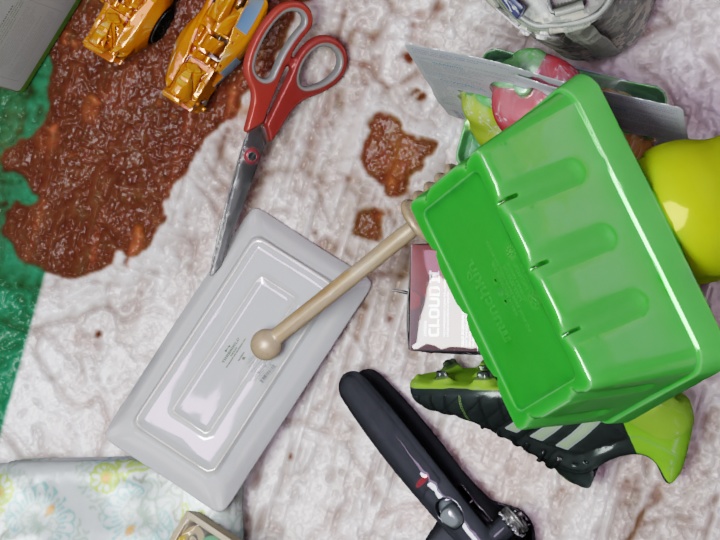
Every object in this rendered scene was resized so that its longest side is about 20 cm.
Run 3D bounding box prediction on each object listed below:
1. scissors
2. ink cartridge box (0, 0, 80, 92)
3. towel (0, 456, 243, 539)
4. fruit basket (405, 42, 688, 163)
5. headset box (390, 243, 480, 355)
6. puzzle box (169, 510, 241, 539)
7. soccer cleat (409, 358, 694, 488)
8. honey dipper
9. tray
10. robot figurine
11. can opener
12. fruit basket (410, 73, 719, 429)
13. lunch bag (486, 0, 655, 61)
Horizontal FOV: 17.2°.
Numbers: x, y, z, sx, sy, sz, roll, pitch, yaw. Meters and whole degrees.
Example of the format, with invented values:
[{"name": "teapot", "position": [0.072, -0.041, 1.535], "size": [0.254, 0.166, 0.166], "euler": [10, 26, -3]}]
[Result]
[{"name": "scissors", "position": [-0.080, -0.097, 1.704], "size": [0.073, 0.014, 0.200], "euler": [32, 91, -25]}, {"name": "ink cartridge box", "position": [-0.262, -0.214, 1.676], "size": [0.076, 0.200, 0.148], "euler": [34, 96, 11]}, {"name": "towel", "position": [-0.181, 0.221, 1.729], "size": [0.199, 0.048, 0.172], "euler": [-2, 89, 13]}, {"name": "fruit basket", "position": [0.133, -0.110, 1.586], "size": [0.185, 0.200, 0.094], "euler": [15, 77, 14]}, {"name": "headset box", "position": [0.122, 0.021, 1.610], "size": [0.199, 0.149, 0.075], "euler": [1, 88, 13]}, {"name": "puzzle box", "position": [-0.116, 0.287, 1.663], "size": [0.133, 0.025, 0.200], "euler": [30, 91, 21]}, {"name": "soccer cleat", "position": [0.130, 0.107, 1.652], "size": [0.199, 0.068, 0.081], "euler": [6, 103, 13]}, {"name": "honey dipper", "position": [0.000, 0.000, 1.650], "size": [0.200, 0.038, 0.038], "euler": [-39, 81, 21]}, {"name": "tray", "position": [-0.089, 0.062, 1.701], "size": [0.107, 0.022, 0.200], "euler": [32, 83, 11]}, {"name": "robot figurine", "position": [-0.108, -0.223, 1.713], "size": [0.145, 0.058, 0.200], "euler": [31, 96, 9]}, {"name": "can opener", "position": [0.052, 0.149, 1.668], "size": [0.079, 0.063, 0.200], "euler": [-39, 81, 10]}, {"name": "fruit basket", "position": [0.164, -0.018, 1.476], "size": [0.215, 0.155, 0.216], "euler": [11, 65, -24]}, {"name": "lunch bag", "position": [0.133, -0.229, 1.586], "size": [0.139, 0.200, 0.168], "euler": [-17, 84, 13]}]
